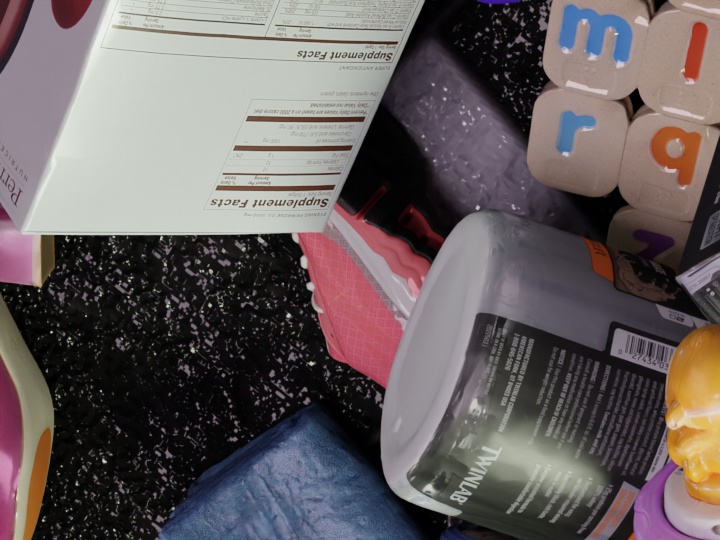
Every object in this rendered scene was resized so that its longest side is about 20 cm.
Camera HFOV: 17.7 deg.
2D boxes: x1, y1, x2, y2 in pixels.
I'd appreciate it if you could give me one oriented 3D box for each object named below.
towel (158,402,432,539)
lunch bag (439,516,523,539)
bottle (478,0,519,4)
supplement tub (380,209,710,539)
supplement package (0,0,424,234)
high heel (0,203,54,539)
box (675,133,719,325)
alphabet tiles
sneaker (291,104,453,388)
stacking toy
[{"bbox_3d":[0.000,0.166,1.103,0.112,0.049,0.200,-37,91,32],"label":"towel"},{"bbox_3d":[0.117,0.162,0.986,0.199,0.160,0.076,23,95,18],"label":"lunch bag"},{"bbox_3d":[0.112,-0.179,0.895,0.200,0.065,0.084,-28,101,32],"label":"bottle"},{"bbox_3d":[0.118,0.061,0.928,0.199,0.123,0.123,19,121,-11],"label":"supplement tub"},{"bbox_3d":[-0.081,-0.149,0.911,0.191,0.147,0.200,51,128,38],"label":"supplement package"},{"bbox_3d":[-0.202,0.055,1.134,0.095,0.067,0.201,5,109,4],"label":"high heel"},{"bbox_3d":[0.203,0.024,0.855,0.050,0.158,0.200,-29,109,33],"label":"box"},{"bbox_3d":[0.168,-0.054,0.925,0.199,0.015,0.196,15,129,12],"label":"alphabet tiles"},{"bbox_3d":[0.000,0.000,1.020,0.087,0.074,0.200,-39,90,34],"label":"sneaker"},{"bbox_3d":[0.133,0.101,0.798,0.110,0.116,0.201,20,139,46],"label":"stacking toy"}]
